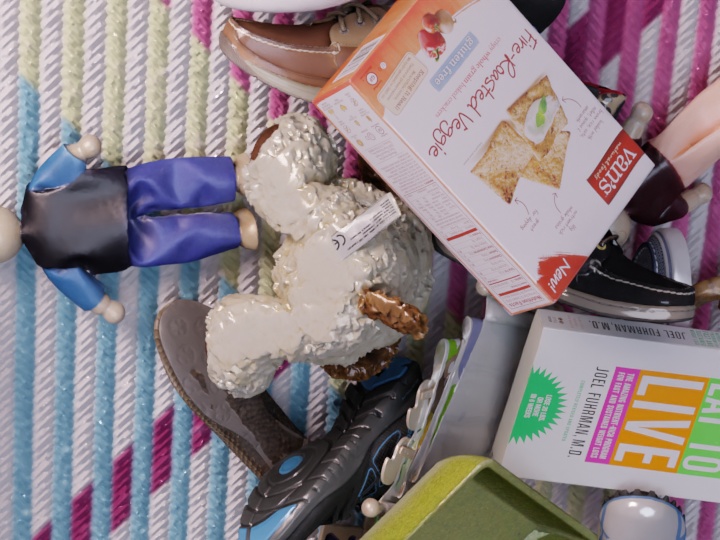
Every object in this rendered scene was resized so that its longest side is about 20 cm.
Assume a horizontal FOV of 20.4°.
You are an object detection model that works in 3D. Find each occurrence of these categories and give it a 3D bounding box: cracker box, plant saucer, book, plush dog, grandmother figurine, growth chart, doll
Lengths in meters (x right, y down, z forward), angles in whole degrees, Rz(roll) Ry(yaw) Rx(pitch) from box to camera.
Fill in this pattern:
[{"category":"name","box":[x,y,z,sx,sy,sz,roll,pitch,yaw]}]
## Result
[{"category":"cracker box","box":[0.083,-0.089,1.307,0.200,0.058,0.134,46,62,-14]},{"category":"plant saucer","box":[0.055,0.222,1.462,0.200,0.048,0.200,-44,142,6]},{"category":"book","box":[0.209,0.098,1.474,0.198,0.048,0.134,7,123,-11]},{"category":"plush dog","box":[0.000,0.000,1.388,0.159,0.172,0.202,17,102,20]},{"category":"grandmother figurine","box":[0.225,-0.077,1.477,0.200,0.061,0.121,-42,121,1]},{"category":"growth chart","box":[0.076,0.099,1.464,0.144,0.018,0.201,28,88,-55]},{"category":"doll","box":[-0.171,-0.030,1.384,0.198,0.048,0.138,-6,110,-15]}]

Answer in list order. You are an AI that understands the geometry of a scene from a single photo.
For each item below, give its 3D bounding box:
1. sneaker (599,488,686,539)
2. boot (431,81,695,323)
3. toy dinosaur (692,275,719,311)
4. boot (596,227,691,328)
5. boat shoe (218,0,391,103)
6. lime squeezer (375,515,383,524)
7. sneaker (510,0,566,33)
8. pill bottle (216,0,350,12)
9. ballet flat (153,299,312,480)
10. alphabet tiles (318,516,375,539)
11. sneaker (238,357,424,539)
[{"category":"sneaker","box":[0.209,0.238,1.541,0.071,0.073,0.201,7,140,4]},{"category":"boot","box":[0.157,-0.055,1.419,0.199,0.073,0.152,20,100,23]},{"category":"toy dinosaur","box":[0.326,-0.011,1.532,0.200,0.060,0.106,-40,114,0]},{"category":"boot","box":[0.186,0.061,1.504,0.089,0.073,0.202,1,117,-13]},{"category":"boat shoe","box":[-0.002,-0.152,1.375,0.199,0.076,0.072,9,113,-29]},{"category":"lime squeezer","box":[0.047,0.235,1.526,0.070,0.038,0.200,-21,146,29]},{"category":"sneaker","box":[0.069,-0.211,1.356,0.199,0.070,0.078,26,104,-41]},{"category":"pill bottle","box":[-0.051,-0.276,1.292,0.111,0.113,0.202,-8,112,-13]},{"category":"ballet flat","box":[-0.088,0.101,1.461,0.200,0.046,0.068,50,61,-24]},{"category":"alphabet tiles","box":[0.052,0.254,1.580,0.198,0.006,0.168,8,107,-19]},{"category":"sneaker","box":[-0.006,0.151,1.446,0.200,0.073,0.082,-43,115,-31]}]
